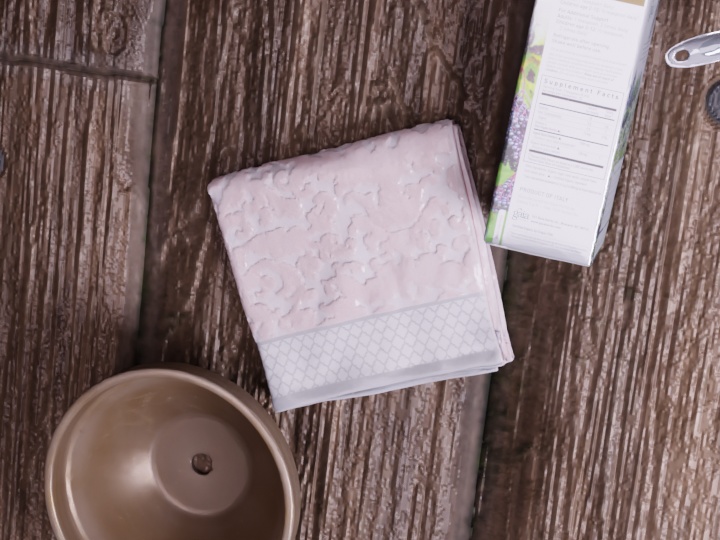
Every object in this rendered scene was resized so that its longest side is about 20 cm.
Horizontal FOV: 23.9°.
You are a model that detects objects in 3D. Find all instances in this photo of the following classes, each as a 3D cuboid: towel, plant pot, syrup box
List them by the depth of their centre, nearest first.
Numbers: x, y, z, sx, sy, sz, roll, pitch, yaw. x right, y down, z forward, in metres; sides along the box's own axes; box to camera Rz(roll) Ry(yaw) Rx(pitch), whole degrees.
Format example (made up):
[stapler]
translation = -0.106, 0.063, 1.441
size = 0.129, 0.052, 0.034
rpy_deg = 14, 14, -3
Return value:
[syrup box]
translation = 0.150, -0.112, 1.195
size = 0.081, 0.079, 0.201
rpy_deg = 13, 104, 11
[towel]
translation = 0.000, 0.000, 1.282
size = 0.199, 0.032, 0.192
rpy_deg = -13, 98, 15
[plant pot]
translation = -0.135, 0.161, 1.317
size = 0.200, 0.093, 0.202
rpy_deg = 3, 103, 13

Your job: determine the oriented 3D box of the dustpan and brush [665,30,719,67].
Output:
[dustpan and brush]
translation = 0.306, -0.169, 1.153
size = 0.199, 0.057, 0.140
rpy_deg = -13, 98, 16
